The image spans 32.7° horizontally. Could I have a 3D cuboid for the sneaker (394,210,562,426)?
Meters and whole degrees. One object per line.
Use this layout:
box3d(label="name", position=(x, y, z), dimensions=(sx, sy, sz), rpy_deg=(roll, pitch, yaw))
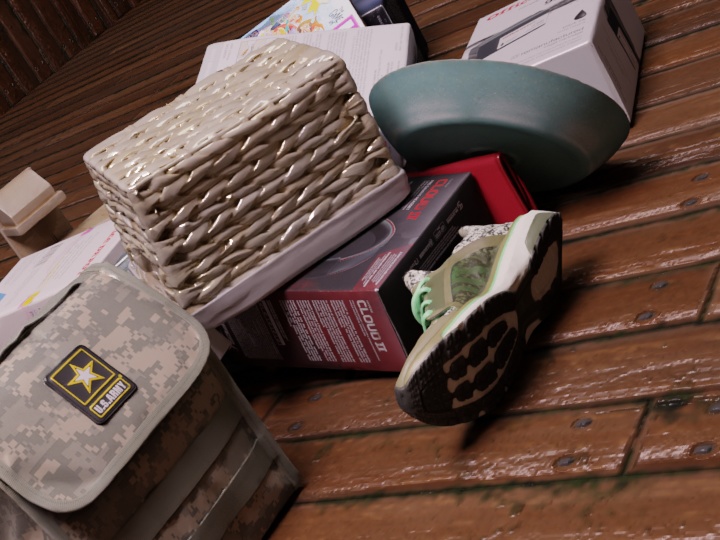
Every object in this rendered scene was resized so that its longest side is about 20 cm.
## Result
box3d(label="sneaker", position=(0.062, 0.028, 0.787), dimensions=(0.088, 0.078, 0.200), rpy_deg=(6, 33, 31))

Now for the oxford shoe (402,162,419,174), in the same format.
box3d(label="oxford shoe", position=(0.032, -0.071, 1.090), dimensions=(0.199, 0.072, 0.073), rpy_deg=(-37, 45, -5))

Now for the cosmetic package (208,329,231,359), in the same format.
box3d(label="cosmetic package", position=(-0.182, 0.121, 0.915), dimensions=(0.082, 0.051, 0.201), rpy_deg=(5, 58, 58))

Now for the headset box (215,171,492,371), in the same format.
box3d(label="headset box", position=(0.000, 0.000, 0.920), dimensions=(0.198, 0.076, 0.149), rpy_deg=(-1, 36, 39))

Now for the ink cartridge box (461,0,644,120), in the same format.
box3d(label="ink cartridge box", position=(0.166, -0.181, 1.088), dimensions=(0.143, 0.085, 0.201), rpy_deg=(-21, 24, 27))

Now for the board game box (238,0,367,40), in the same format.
box3d(label="board game box", position=(-0.036, -0.198, 1.282), dimensions=(0.134, 0.034, 0.201), rpy_deg=(-35, 64, 10))

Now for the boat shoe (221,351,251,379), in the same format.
box3d(label="boat shoe", position=(-0.095, 0.019, 1.041), dimensions=(0.061, 0.075, 0.201), rpy_deg=(-21, 26, 29))

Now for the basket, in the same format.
box3d(label="basket", position=(-0.086, -0.069, 0.896), dimensions=(0.199, 0.124, 0.135), rpy_deg=(-33, 29, -16))

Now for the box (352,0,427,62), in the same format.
box3d(label="box", position=(-0.031, -0.239, 1.433), dimensions=(0.198, 0.124, 0.199), rpy_deg=(-26, 21, 14))

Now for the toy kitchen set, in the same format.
box3d(label="toy kitchen set", position=(-0.288, -0.036, 1.301), dimensions=(0.179, 0.164, 0.200), rpy_deg=(-2, 37, 52))

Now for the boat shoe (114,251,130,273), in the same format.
box3d(label="boat shoe", position=(-0.173, 0.015, 0.999), dimensions=(0.200, 0.073, 0.062), rpy_deg=(-44, 38, -8))

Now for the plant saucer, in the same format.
box3d(label="plant saucer", position=(0.101, -0.099, 0.921), dimensions=(0.199, 0.199, 0.036), rpy_deg=(-7, 68, 47))

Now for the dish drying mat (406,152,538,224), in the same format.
box3d(label="dish drying mat", position=(0.051, -0.045, 0.971), dimensions=(0.199, 0.077, 0.018), rpy_deg=(-11, 31, 44))

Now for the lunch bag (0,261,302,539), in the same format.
box3d(label="lunch bag", position=(-0.153, 0.115, 0.751), dimensions=(0.117, 0.201, 0.164), rpy_deg=(-12, 28, 42))

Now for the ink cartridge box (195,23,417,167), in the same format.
box3d(label="ink cartridge box", position=(-0.051, -0.150, 1.098), dimensions=(0.197, 0.051, 0.163), rpy_deg=(-5, 43, 12))

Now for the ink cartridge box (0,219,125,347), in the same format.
box3d(label="ink cartridge box", position=(-0.237, 0.043, 1.117), dimensions=(0.198, 0.126, 0.129), rpy_deg=(-19, 26, 31))
